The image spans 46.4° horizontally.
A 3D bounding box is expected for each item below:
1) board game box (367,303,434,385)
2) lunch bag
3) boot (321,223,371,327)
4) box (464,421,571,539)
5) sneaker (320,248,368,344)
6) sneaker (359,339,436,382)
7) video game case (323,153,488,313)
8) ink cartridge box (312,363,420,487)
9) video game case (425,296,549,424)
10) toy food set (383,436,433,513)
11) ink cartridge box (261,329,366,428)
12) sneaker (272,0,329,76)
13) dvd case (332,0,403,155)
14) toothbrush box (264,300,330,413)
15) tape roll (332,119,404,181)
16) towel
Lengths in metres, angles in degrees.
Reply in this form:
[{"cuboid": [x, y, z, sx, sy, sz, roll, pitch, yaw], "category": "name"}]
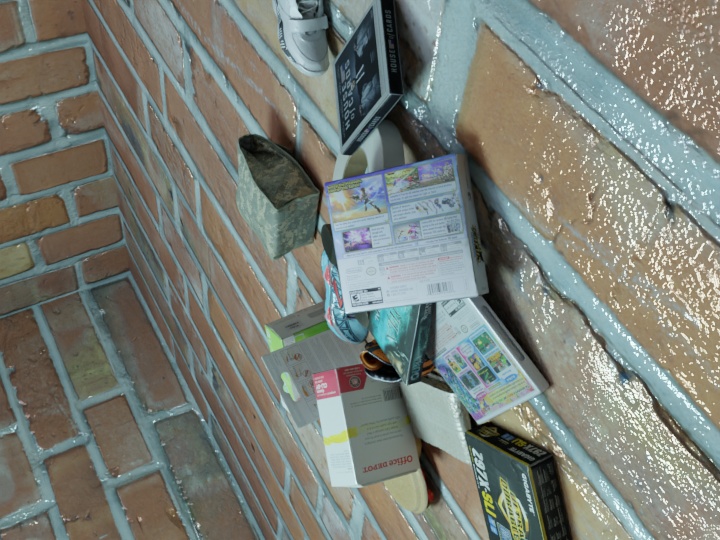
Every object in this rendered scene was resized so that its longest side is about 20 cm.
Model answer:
[{"cuboid": [0.060, 0.053, 1.237, 0.135, 0.028, 0.201, -126, 32, -44], "category": "board game box"}, {"cuboid": [-0.173, -0.151, 1.625, 0.200, 0.117, 0.164, 52, 153, 25], "category": "lunch bag"}, {"cuboid": [0.000, 0.000, 1.394, 0.074, 0.075, 0.201, 111, 145, -53], "category": "boot"}, {"cuboid": [0.231, 0.336, 1.219, 0.160, 0.049, 0.201, 19, 126, 64], "category": "box"}, {"cuboid": [-0.018, 0.048, 1.496, 0.095, 0.079, 0.201, 24, 130, 57], "category": "sneaker"}, {"cuboid": [0.037, 0.105, 1.374, 0.200, 0.112, 0.078, 46, 148, 44], "category": "sneaker"}, {"cuboid": [0.058, -0.045, 1.109, 0.199, 0.045, 0.182, -9, 92, 30], "category": "video game case"}, {"cuboid": [0.010, 0.264, 1.463, 0.083, 0.145, 0.201, -21, 77, 50], "category": "ink cartridge box"}, {"cuboid": [0.157, 0.118, 1.181, 0.182, 0.024, 0.200, 53, 153, 8], "category": "video game case"}, {"cuboid": [0.076, 0.362, 1.588, 0.201, 0.049, 0.198, 68, 158, 2], "category": "toy food set"}, {"cuboid": [-0.064, 0.200, 1.569, 0.162, 0.199, 0.050, 58, 155, 25], "category": "ink cartridge box"}, {"cuboid": [-0.084, -0.399, 1.264, 0.115, 0.075, 0.201, -10, 97, 70], "category": "sneaker"}, {"cuboid": [0.006, -0.268, 1.171, 0.200, 0.025, 0.151, 142, 125, -64], "category": "dvd case"}, {"cuboid": [-0.095, 0.183, 1.698, 0.086, 0.145, 0.201, 33, 138, 54], "category": "toothbrush box"}, {"cuboid": [0.007, -0.126, 1.243, 0.203, 0.037, 0.204, -174, 90, -67], "category": "tape roll"}, {"cuboid": [0.129, 0.236, 1.382, 0.200, 0.034, 0.133, 13, 123, 65], "category": "towel"}]
